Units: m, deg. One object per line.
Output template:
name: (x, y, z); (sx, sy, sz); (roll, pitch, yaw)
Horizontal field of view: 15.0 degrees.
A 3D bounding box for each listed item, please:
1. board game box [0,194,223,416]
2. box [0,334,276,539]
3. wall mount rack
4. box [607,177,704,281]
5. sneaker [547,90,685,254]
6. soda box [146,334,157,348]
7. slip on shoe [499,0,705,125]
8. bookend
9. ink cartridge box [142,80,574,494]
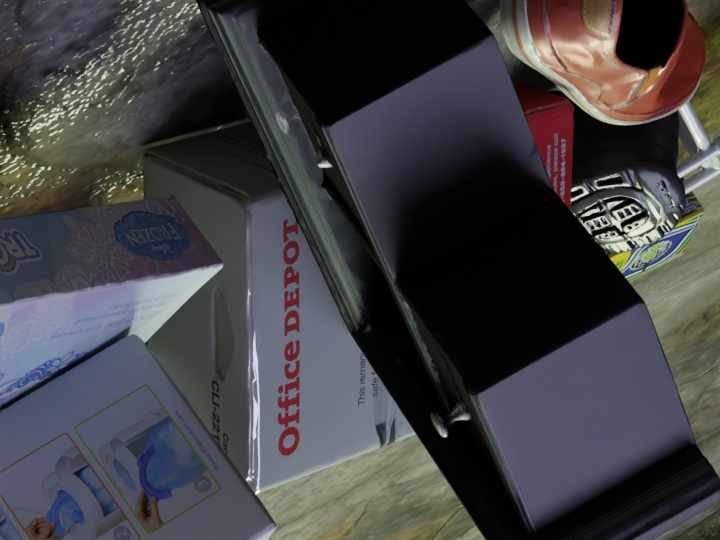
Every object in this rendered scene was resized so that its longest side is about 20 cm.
board game box: (-0.177, 0.054, 1.083); (0.199, 0.043, 0.200); (-43, 165, 25)
box: (-0.150, 0.132, 1.100); (0.199, 0.102, 0.113); (-31, 165, -25)
wall mount rack: (0.218, -0.116, 1.459); (0.199, 0.075, 0.174); (-31, 168, 3)
box: (0.091, -0.007, 1.556); (0.199, 0.070, 0.064); (-26, 162, -14)
sneaker: (0.087, -0.044, 1.426); (0.199, 0.091, 0.076); (-16, 138, 34)
soda box: (-0.197, 0.054, 1.243); (0.199, 0.064, 0.068); (-23, 163, -26)
slip on shoe: (0.128, -0.111, 1.285); (0.061, 0.075, 0.200); (0, 173, 25)
bookend: (0.039, -0.010, 1.081); (0.092, 0.200, 0.199); (-29, 130, -5)
ink cartridge box: (0.000, 0.000, 1.265); (0.199, 0.084, 0.145); (-18, 118, -38)
